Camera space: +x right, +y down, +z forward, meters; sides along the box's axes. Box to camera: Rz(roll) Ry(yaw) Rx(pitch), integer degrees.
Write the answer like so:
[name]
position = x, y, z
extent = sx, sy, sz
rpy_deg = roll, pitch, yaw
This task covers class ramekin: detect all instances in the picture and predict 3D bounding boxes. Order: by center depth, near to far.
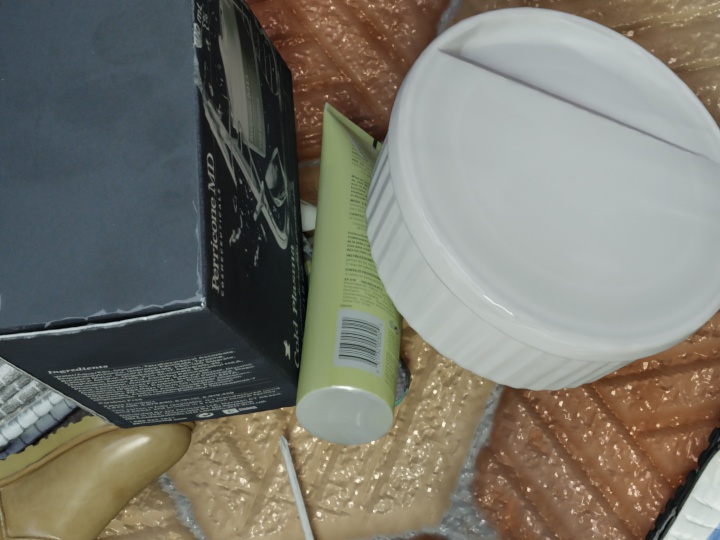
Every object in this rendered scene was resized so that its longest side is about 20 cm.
[ramekin]
position = 0.095, -0.030, 0.894
extent = 0.201, 0.094, 0.203
rpy_deg = 10, 59, -18

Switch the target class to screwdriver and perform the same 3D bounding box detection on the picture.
[screwdriver]
position = -0.019, 0.184, 0.932
extent = 0.028, 0.029, 0.201
rpy_deg = -19, 76, 8

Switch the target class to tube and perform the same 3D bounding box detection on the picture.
[tube]
position = 0.000, 0.000, 0.925
extent = 0.052, 0.058, 0.201
rpy_deg = 0, 50, 7

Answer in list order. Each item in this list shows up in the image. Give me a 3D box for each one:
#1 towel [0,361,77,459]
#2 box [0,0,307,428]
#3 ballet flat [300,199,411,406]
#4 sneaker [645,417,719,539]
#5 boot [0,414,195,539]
[towel]
position = -0.255, 0.036, 1.010
extent = 0.200, 0.086, 0.166
rpy_deg = -36, 68, 2
[box]
position = -0.108, -0.041, 0.863
extent = 0.123, 0.197, 0.201
rpy_deg = -8, 72, 12
[ballet flat]
position = -0.033, 0.003, 0.980
extent = 0.072, 0.072, 0.201
rpy_deg = -35, 69, 3
[sneaker]
position = 0.219, 0.107, 0.869
extent = 0.089, 0.079, 0.201
rpy_deg = 31, 104, 5
[boot]
position = -0.146, 0.192, 0.951
extent = 0.175, 0.066, 0.201
rpy_deg = -25, 70, 17
